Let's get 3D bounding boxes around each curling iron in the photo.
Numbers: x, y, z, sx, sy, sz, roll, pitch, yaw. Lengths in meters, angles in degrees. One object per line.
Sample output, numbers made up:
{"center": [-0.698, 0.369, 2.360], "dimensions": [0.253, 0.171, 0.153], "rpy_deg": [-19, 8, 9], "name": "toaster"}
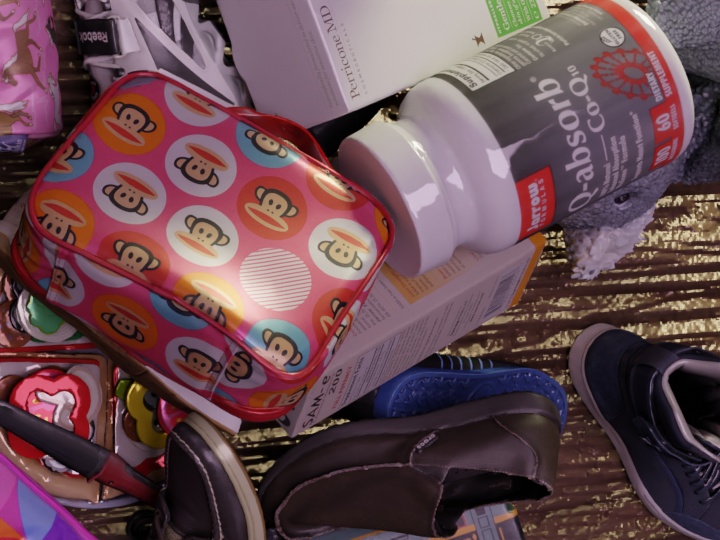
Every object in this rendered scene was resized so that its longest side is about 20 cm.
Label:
{"center": [-0.165, 0.130, 1.450], "dimensions": [0.050, 0.026, 0.200], "rpy_deg": [-49, 130, -2], "name": "curling iron"}

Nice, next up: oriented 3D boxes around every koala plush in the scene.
{"center": [0.194, -0.096, 1.586], "dimensions": [0.200, 0.184, 0.177], "rpy_deg": [-36, 105, 2], "name": "koala plush"}

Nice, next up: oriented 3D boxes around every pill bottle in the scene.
{"center": [0.094, -0.080, 1.433], "dimensions": [0.200, 0.116, 0.116], "rpy_deg": [-28, 106, -19], "name": "pill bottle"}

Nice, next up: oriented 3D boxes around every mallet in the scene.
{"center": [-0.068, -0.156, 1.499], "dimensions": [0.200, 0.041, 0.066], "rpy_deg": [45, 71, -19], "name": "mallet"}

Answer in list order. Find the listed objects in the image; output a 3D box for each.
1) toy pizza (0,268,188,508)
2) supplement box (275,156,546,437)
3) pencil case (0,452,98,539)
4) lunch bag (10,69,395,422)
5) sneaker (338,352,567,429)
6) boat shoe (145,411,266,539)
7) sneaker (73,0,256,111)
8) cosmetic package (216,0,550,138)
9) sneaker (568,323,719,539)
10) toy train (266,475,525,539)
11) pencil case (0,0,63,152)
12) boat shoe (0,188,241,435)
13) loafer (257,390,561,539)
{"center": [-0.158, 0.052, 1.471], "dimensions": [0.200, 0.032, 0.200], "rpy_deg": [-3, 96, -27], "name": "toy pizza"}
{"center": [0.000, 0.000, 1.476], "dimensions": [0.200, 0.074, 0.126], "rpy_deg": [-28, 66, -31], "name": "supplement box"}
{"center": [-0.229, 0.147, 1.413], "dimensions": [0.088, 0.088, 0.200], "rpy_deg": [-48, 115, -15], "name": "pencil case"}
{"center": [-0.085, -0.026, 1.366], "dimensions": [0.200, 0.082, 0.176], "rpy_deg": [32, 55, 2], "name": "lunch bag"}
{"center": [0.057, 0.083, 1.566], "dimensions": [0.200, 0.078, 0.070], "rpy_deg": [14, 96, -49], "name": "sneaker"}
{"center": [-0.099, 0.173, 1.445], "dimensions": [0.065, 0.073, 0.200], "rpy_deg": [-27, 135, -23], "name": "boat shoe"}
{"center": [-0.142, -0.142, 1.438], "dimensions": [0.089, 0.074, 0.200], "rpy_deg": [-45, 112, -19], "name": "sneaker"}
{"center": [0.015, -0.166, 1.475], "dimensions": [0.200, 0.085, 0.108], "rpy_deg": [-28, 100, -42], "name": "cosmetic package"}
{"center": [0.242, 0.126, 1.619], "dimensions": [0.077, 0.146, 0.202], "rpy_deg": [-48, 114, -17], "name": "sneaker"}
{"center": [0.022, 0.197, 1.528], "dimensions": [0.200, 0.085, 0.114], "rpy_deg": [-17, 98, -1], "name": "toy train"}
{"center": [-0.227, -0.169, 1.390], "dimensions": [0.083, 0.087, 0.200], "rpy_deg": [-4, 97, 4], "name": "pencil case"}
{"center": [-0.134, 0.022, 1.423], "dimensions": [0.200, 0.071, 0.069], "rpy_deg": [43, 75, -22], "name": "boat shoe"}
{"center": [0.031, 0.132, 1.457], "dimensions": [0.200, 0.071, 0.073], "rpy_deg": [-18, 142, 8], "name": "loafer"}
